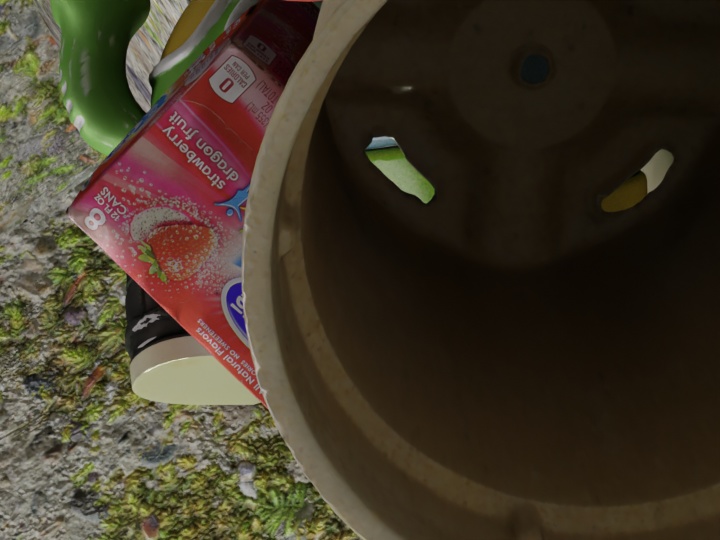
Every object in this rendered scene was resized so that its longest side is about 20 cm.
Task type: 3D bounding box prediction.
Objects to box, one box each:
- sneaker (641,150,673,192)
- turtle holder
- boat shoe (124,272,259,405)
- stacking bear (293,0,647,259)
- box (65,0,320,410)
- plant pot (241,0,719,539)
[{"bbox_3d":[0.104,0.013,0.977,0.200,0.093,0.070,52,172,32],"label":"sneaker"},{"bbox_3d":[-0.031,-0.076,1.199,0.185,0.132,0.141,10,170,26],"label":"turtle holder"},{"bbox_3d":[-0.005,0.025,1.178,0.074,0.201,0.063,-41,49,51],"label":"boat shoe"},{"bbox_3d":[0.042,-0.020,0.915,0.121,0.113,0.201,2,104,63],"label":"stacking bear"},{"bbox_3d":[0.000,0.000,1.069,0.200,0.100,0.096,44,-158,-7],"label":"box"},{"bbox_3d":[0.061,-0.034,0.760,0.201,0.200,0.184,59,-175,-21],"label":"plant pot"}]
